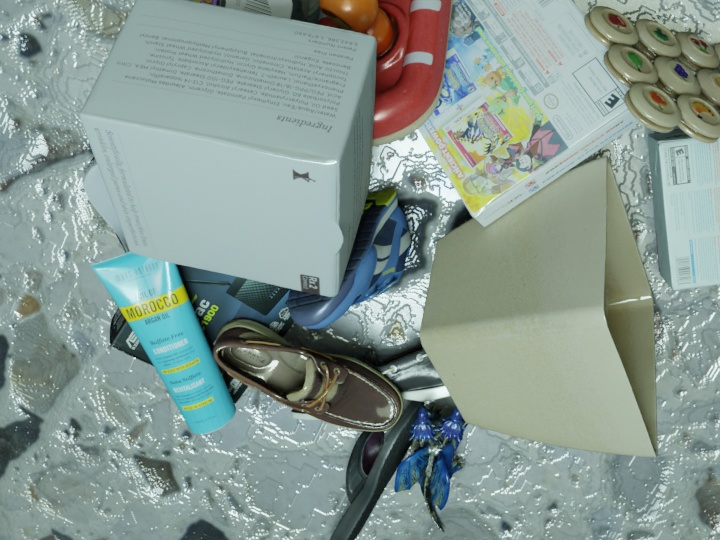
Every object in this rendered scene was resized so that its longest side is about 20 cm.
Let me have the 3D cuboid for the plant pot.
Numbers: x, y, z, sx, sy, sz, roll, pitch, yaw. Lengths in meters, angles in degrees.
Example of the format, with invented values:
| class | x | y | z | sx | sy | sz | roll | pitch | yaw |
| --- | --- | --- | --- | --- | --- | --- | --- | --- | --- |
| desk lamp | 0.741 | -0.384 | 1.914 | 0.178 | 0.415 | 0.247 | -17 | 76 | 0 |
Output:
| class | x | y | z | sx | sy | sz | roll | pitch | yaw |
| --- | --- | --- | --- | --- | --- | --- | --- | --- | --- |
| plant pot | 0.166 | 0.044 | 0.883 | 0.177 | 0.200 | 0.200 | -9 | 132 | 25 |

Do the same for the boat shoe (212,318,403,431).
| class | x | y | z | sx | sy | sz | roll | pitch | yaw |
| --- | --- | --- | --- | --- | --- | --- | --- | --- | --- |
| boat shoe | -0.052 | 0.110 | 0.921 | 0.200 | 0.072 | 0.072 | 27 | 98 | -5 |

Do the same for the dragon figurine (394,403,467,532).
| class | x | y | z | sx | sy | sz | roll | pitch | yaw |
| --- | --- | --- | --- | --- | --- | --- | --- | --- | --- |
| dragon figurine | 0.072 | 0.207 | 0.983 | 0.059 | 0.099 | 0.201 | 19 | 118 | 15 |

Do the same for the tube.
| class | x | y | z | sx | sy | sz | roll | pitch | yaw |
| --- | --- | --- | --- | --- | --- | --- | --- | --- | --- |
| tube | -0.181 | 0.066 | 0.915 | 0.077 | 0.050 | 0.200 | -21 | 114 | 2 |

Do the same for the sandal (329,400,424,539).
| class | x | y | z | sx | sy | sz | roll | pitch | yaw |
| --- | --- | --- | --- | --- | --- | --- | --- | --- | --- |
| sandal | 0.006 | 0.216 | 1.017 | 0.048 | 0.075 | 0.201 | 32 | 104 | 16 |

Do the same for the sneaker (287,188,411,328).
| class | x | y | z | sx | sy | sz | roll | pitch | yaw |
| --- | --- | --- | --- | --- | --- | --- | --- | --- | --- |
| sneaker | 0.000 | 0.000 | 0.912 | 0.074 | 0.200 | 0.082 | -5 | 122 | 33 |

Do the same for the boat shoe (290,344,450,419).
| class | x | y | z | sx | sy | sz | roll | pitch | yaw |
| --- | --- | --- | --- | --- | --- | --- | --- | --- | --- |
| boat shoe | 0.018 | 0.112 | 0.989 | 0.199 | 0.074 | 0.061 | -13 | 95 | 12 |

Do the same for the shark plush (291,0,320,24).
| class | x | y | z | sx | sy | sz | roll | pitch | yaw |
| --- | --- | --- | --- | --- | --- | --- | --- | --- | --- |
| shark plush | -0.098 | -0.206 | 0.922 | 0.091 | 0.083 | 0.200 | 24 | 104 | -1 |

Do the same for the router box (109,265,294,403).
| class | x | y | z | sx | sy | sz | roll | pitch | yaw |
| --- | --- | --- | --- | --- | --- | --- | --- | --- | --- |
| router box | -0.140 | 0.020 | 0.962 | 0.150 | 0.062 | 0.200 | 29 | 106 | -24 |

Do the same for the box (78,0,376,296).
| class | x | y | z | sx | sy | sz | roll | pitch | yaw |
| --- | --- | --- | --- | --- | --- | --- | --- | --- | --- |
| box | -0.097 | -0.097 | 0.781 | 0.199 | 0.199 | 0.131 | 12 | 60 | 5 |

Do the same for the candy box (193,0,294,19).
| class | x | y | z | sx | sy | sz | roll | pitch | yaw |
| --- | --- | --- | --- | --- | --- | --- | --- | --- | --- |
| candy box | -0.114 | -0.296 | 0.846 | 0.071 | 0.168 | 0.201 | 9 | 98 | -33 |

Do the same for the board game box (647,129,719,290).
| class | x | y | z | sx | sy | sz | roll | pitch | yaw |
| --- | --- | --- | --- | --- | --- | --- | --- | --- | --- |
| board game box | 0.391 | -0.071 | 0.917 | 0.199 | 0.064 | 0.148 | -7 | 103 | 8 |

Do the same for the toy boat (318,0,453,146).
| class | x | y | z | sx | sy | sz | roll | pitch | yaw |
| --- | --- | --- | --- | --- | --- | --- | --- | --- | --- |
| toy boat | 0.005 | -0.217 | 0.853 | 0.130 | 0.131 | 0.201 | 1 | 77 | 26 |

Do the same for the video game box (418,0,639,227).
| class | x | y | z | sx | sy | sz | roll | pitch | yaw |
| --- | --- | --- | --- | --- | --- | --- | --- | --- | --- |
| video game box | 0.136 | -0.171 | 0.880 | 0.182 | 0.047 | 0.200 | -33 | 65 | 10 |

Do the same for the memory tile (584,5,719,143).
| class | x | y | z | sx | sy | sz | roll | pitch | yaw |
| --- | --- | --- | --- | --- | --- | --- | --- | --- | --- |
| memory tile | 0.299 | -0.166 | 0.838 | 0.199 | 0.154 | 0.017 | 7 | 140 | -25 |

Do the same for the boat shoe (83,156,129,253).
| class | x | y | z | sx | sy | sz | roll | pitch | yaw |
| --- | --- | --- | --- | --- | --- | --- | --- | --- | --- |
| boat shoe | -0.220 | -0.037 | 0.983 | 0.068 | 0.057 | 0.200 | -26 | 118 | -1 |
